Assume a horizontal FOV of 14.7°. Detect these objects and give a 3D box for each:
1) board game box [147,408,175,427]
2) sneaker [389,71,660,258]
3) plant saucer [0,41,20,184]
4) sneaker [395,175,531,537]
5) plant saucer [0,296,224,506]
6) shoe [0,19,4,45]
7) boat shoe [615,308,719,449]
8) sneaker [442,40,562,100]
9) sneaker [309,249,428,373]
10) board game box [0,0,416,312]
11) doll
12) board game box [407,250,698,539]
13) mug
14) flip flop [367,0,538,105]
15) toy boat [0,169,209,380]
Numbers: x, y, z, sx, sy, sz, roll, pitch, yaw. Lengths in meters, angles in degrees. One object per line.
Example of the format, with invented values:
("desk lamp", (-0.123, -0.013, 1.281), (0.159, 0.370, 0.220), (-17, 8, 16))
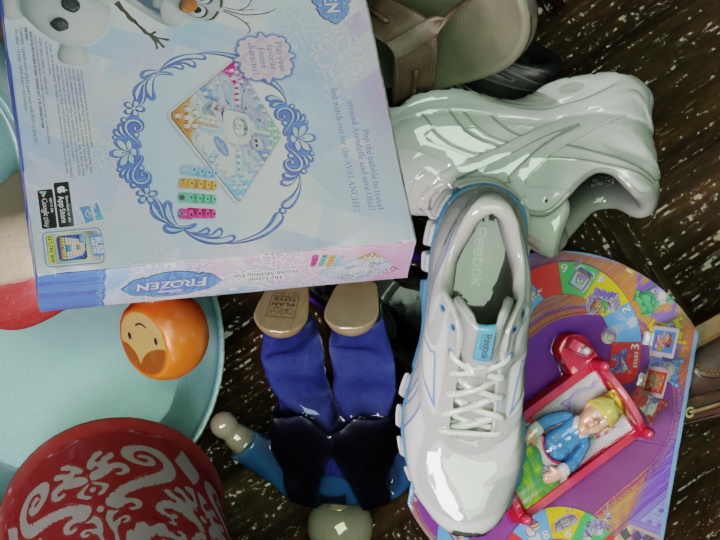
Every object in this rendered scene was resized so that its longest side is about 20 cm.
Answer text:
("board game box", (-0.122, 0.194, 1.675), (0.105, 0.023, 0.200), (-24, 94, -4))
("sneaker", (0.080, -0.051, 1.598), (0.199, 0.078, 0.100), (-12, 61, -2))
("plant saucer", (-0.267, -0.053, 1.589), (0.200, 0.027, 0.201), (-3, 101, -16))
("sneaker", (0.060, 0.049, 1.529), (0.075, 0.087, 0.201), (1, 93, -3))
("plant saucer", (-0.178, 0.047, 1.646), (0.199, 0.036, 0.201), (0, 84, 2))
("shoe", (-0.262, -0.069, 1.643), (0.200, 0.070, 0.053), (-54, 137, -3))
("boat shoe", (0.150, 0.090, 1.659), (0.200, 0.070, 0.070), (-24, 93, -2))
("sneaker", (0.051, -0.180, 1.629), (0.083, 0.071, 0.200), (-28, 101, 34))
("sneaker", (0.001, 0.000, 1.630), (0.200, 0.100, 0.070), (35, 91, -5))
("board game box", (-0.085, -0.081, 1.494), (0.198, 0.043, 0.200), (-5, 60, -9))
("doll", (-0.021, 0.090, 1.618), (0.136, 0.049, 0.200), (-1, 132, 7))
("board game box", (0.116, 0.089, 1.594), (0.158, 0.039, 0.201), (10, 89, -14))
("mug", (-0.103, 0.177, 1.535), (0.177, 0.200, 0.134), (-14, 115, -7))
("flip flop", (0.017, -0.128, 1.597), (0.200, 0.058, 0.081), (-16, 112, 36))
("toy boat", (-0.119, -0.001, 1.563), (0.200, 0.131, 0.131), (-13, 107, -13))
